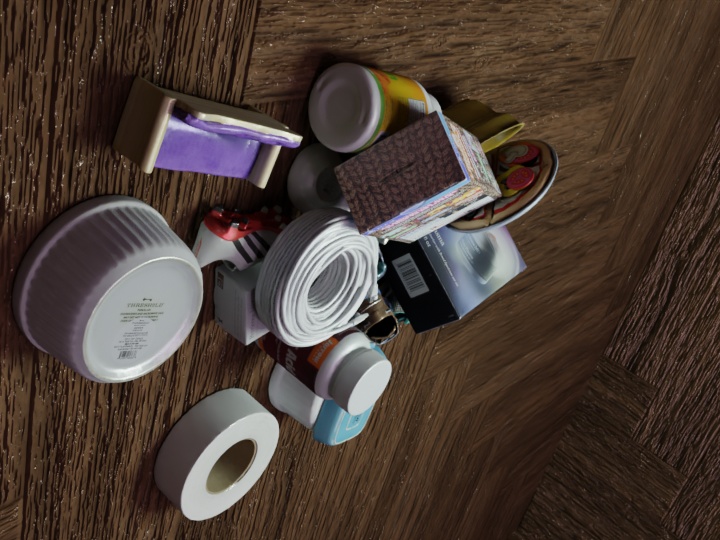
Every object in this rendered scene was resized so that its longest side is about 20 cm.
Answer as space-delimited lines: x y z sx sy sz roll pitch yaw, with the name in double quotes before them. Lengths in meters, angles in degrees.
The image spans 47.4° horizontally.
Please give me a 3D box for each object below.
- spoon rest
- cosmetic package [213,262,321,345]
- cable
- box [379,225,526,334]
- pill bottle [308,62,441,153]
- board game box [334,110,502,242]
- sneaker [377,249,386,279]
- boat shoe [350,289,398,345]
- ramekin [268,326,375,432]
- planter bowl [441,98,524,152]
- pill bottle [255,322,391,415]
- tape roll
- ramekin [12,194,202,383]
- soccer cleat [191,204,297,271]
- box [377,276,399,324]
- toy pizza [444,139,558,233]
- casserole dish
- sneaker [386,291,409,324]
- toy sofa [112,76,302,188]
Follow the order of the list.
"spoon rest" -0.031 -0.105 1.177 0.199 0.060 0.100 36 81 -40
"cosmetic package" -0.111 0.012 1.171 0.199 0.074 0.103 -33 144 -39
"cable" -0.055 0.007 1.112 0.199 0.069 0.202 -27 137 -41
"box" 0.141 -0.038 1.357 0.198 0.202 0.123 -32 -175 -39
"pill bottle" 0.029 -0.213 1.117 0.199 0.111 0.112 -7 125 -55
"board game box" 0.084 -0.119 1.117 0.158 0.098 0.200 -26 169 20
"sneaker" 0.000 0.000 1.316 0.078 0.086 0.201 -43 149 -21
"boat shoe" 0.024 0.084 1.346 0.072 0.073 0.200 -33 161 2
"ramekin" -0.054 0.181 1.406 0.200 0.097 0.202 -38 147 -30
"planter bowl" 0.154 -0.214 1.303 0.199 0.084 0.200 -31 178 -1
"pill bottle" -0.057 0.121 1.231 0.114 0.199 0.115 -37 146 -30
"tape roll" -0.222 0.287 1.282 0.202 0.070 0.204 -39 147 -31
"ramekin" -0.267 0.029 0.910 0.200 0.105 0.202 -38 147 -30
"soccer cleat" -0.142 -0.038 1.087 0.199 0.069 0.086 0 131 -56
"box" 0.061 0.044 1.506 0.200 0.040 0.138 -41 147 -27
"toy pizza" 0.200 -0.135 1.233 0.200 0.199 0.032 -48 122 -15
"casserole dish" -0.011 0.214 1.365 0.120 0.039 0.202 -10 128 -53
"sneaker" 0.100 0.063 1.488 0.091 0.078 0.200 -36 150 3
"toy sofa" -0.163 -0.142 0.907 0.199 0.097 0.084 -1 120 -58
